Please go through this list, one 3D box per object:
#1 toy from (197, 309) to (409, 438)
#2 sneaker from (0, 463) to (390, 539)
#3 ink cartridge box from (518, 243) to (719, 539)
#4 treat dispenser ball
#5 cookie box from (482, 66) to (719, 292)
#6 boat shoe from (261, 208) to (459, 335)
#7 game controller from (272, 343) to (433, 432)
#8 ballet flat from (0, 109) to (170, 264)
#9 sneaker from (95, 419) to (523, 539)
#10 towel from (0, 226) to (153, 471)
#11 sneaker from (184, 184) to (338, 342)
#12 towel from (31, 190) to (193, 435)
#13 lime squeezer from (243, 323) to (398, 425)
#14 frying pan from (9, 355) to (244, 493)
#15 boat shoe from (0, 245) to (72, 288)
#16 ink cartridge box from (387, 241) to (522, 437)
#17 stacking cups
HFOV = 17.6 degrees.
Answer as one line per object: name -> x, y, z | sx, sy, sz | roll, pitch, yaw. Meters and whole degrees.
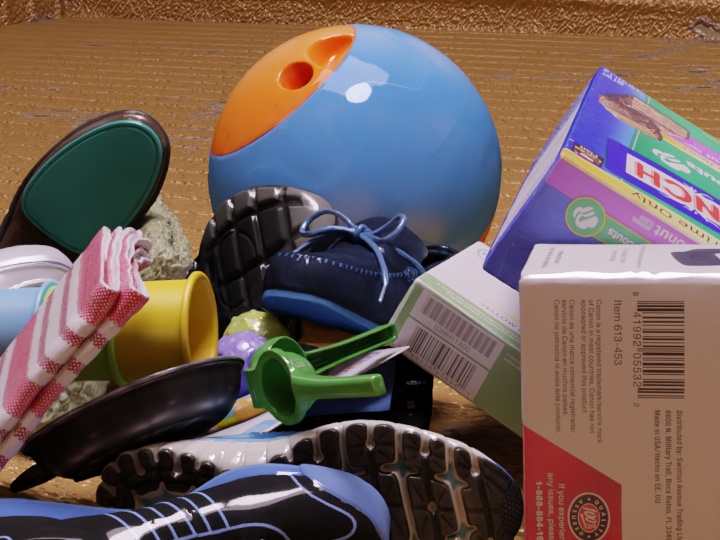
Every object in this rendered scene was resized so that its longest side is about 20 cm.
toy -> -0.075, 0.053, 1.243 | 0.115, 0.047, 0.200 | -30, 9, -29
sneaker -> -0.083, 0.131, 0.989 | 0.199, 0.071, 0.078 | -6, 20, -3
ink cartridge box -> 0.174, 0.065, 1.050 | 0.199, 0.146, 0.084 | 0, 11, 9
treat dispenser ball -> -0.004, -0.066, 1.580 | 0.199, 0.202, 0.201 | -2, 11, 0
cookie box -> 0.164, -0.012, 1.184 | 0.171, 0.075, 0.200 | 32, 21, 0
boat shoe -> 0.000, 0.000, 1.279 | 0.084, 0.069, 0.200 | 14, 0, 18
game controller -> -0.012, 0.073, 1.279 | 0.104, 0.042, 0.200 | -13, 11, 6
ballet flat -> -0.181, -0.021, 1.370 | 0.068, 0.200, 0.068 | 40, 15, -7
sneaker -> -0.019, 0.100, 1.091 | 0.199, 0.079, 0.090 | 2, 9, 17
towel -> -0.164, 0.070, 1.079 | 0.030, 0.200, 0.146 | 37, 6, -11
sneaker -> -0.064, 0.011, 1.378 | 0.079, 0.076, 0.200 | 10, -32, -34
towel -> -0.153, 0.024, 1.375 | 0.036, 0.149, 0.200 | 37, 3, -13
lime squeezer -> -0.020, 0.052, 1.091 | 0.070, 0.038, 0.200 | 3, 4, 2
frying pan -> -0.134, 0.087, 1.129 | 0.190, 0.031, 0.115 | -30, -13, 30
boat shoe -> -0.233, 0.058, 1.289 | 0.200, 0.074, 0.065 | -34, 39, -17
ink cartridge box -> 0.113, 0.040, 1.276 | 0.145, 0.048, 0.200 | 34, 23, 12
stacking cups -> -0.174, 0.036, 1.185 | 0.199, 0.061, 0.061 | -4, 11, 13
